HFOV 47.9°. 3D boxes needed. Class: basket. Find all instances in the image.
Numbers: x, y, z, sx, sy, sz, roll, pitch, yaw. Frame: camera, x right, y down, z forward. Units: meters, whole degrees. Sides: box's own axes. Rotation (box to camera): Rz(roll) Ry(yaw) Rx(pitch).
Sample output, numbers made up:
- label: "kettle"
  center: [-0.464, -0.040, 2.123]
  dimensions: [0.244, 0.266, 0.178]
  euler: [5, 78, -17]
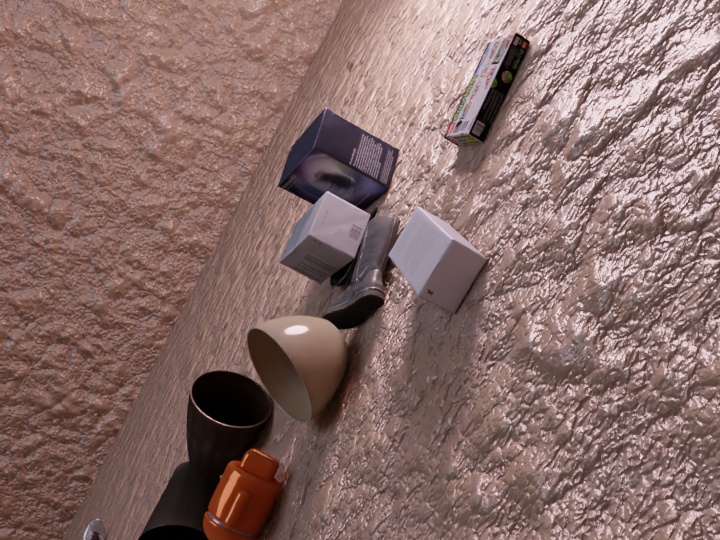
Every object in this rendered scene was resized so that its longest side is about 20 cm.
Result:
- label: "basket"
  center: [-0.392, 0.541, 1.822]
  dimensions: [0.179, 0.137, 0.201]
  euler: [-17, 29, 14]

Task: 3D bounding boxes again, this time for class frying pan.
- label: "frying pan"
  center: [-0.013, -0.047, 1.747]
  dimensions: [0.191, 0.031, 0.115]
  euler: [-63, 17, -7]

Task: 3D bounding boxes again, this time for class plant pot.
- label: "plant pot"
  center: [-0.101, 0.163, 1.511]
  dimensions: [0.134, 0.201, 0.200]
  euler: [-31, 3, -28]
- label: "plant pot"
  center: [-0.319, 0.363, 1.831]
  dimensions: [0.187, 0.185, 0.201]
  euler: [-98, 28, -60]

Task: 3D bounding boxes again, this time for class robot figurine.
- label: "robot figurine"
  center: [-0.224, 0.443, 1.537]
  dimensions: [0.143, 0.116, 0.201]
  euler: [15, 78, 56]

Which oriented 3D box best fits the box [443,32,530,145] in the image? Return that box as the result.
- label: "box"
  center: [0.227, -0.325, 1.468]
  dimensions: [0.201, 0.035, 0.110]
  euler: [-65, 18, -3]

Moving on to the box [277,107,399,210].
- label: "box"
  center: [-0.053, -0.232, 1.839]
  dimensions: [0.200, 0.197, 0.124]
  euler: [-36, 32, 55]

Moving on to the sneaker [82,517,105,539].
- label: "sneaker"
  center: [-0.915, 0.952, 2.790]
  dimensions: [0.082, 0.077, 0.201]
  euler: [-40, 39, 41]

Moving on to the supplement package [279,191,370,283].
- label: "supplement package"
  center: [-0.080, -0.066, 1.745]
  dimensions: [0.200, 0.109, 0.114]
  euler: [-34, 31, 62]

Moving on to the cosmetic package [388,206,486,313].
- label: "cosmetic package"
  center: [0.119, -0.022, 1.297]
  dimensions: [0.102, 0.071, 0.200]
  euler: [-59, 19, 11]

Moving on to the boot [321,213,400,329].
- label: "boot"
  center: [0.001, 0.001, 1.585]
  dimensions: [0.181, 0.072, 0.201]
  euler: [-29, 44, 38]
